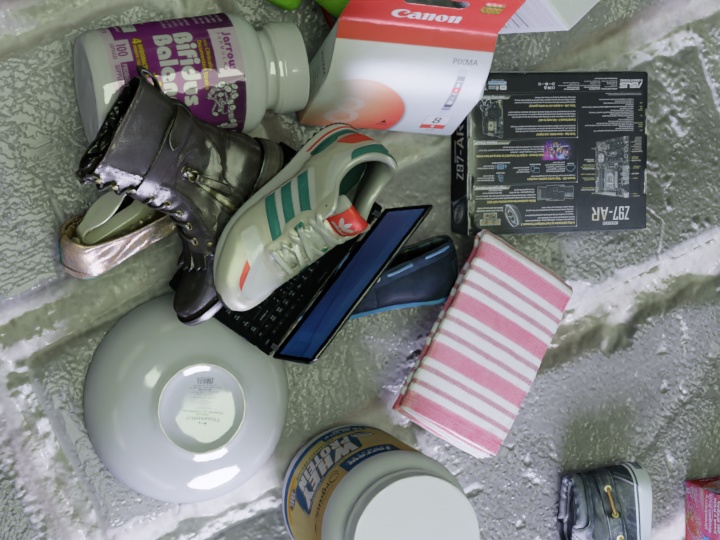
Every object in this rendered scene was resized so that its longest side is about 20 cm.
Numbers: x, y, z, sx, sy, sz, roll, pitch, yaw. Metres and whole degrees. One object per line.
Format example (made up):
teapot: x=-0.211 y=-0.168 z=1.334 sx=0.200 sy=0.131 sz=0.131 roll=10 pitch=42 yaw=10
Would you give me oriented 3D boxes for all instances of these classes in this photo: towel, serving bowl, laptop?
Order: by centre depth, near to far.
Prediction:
laptop: x=-0.058 y=-0.021 z=1.561 sx=0.199 sy=0.103 sz=0.178 roll=33 pitch=77 yaw=20
serving bowl: x=-0.155 y=0.124 z=1.621 sx=0.198 sy=0.066 sz=0.202 roll=-2 pitch=95 yaw=-19
towel: x=0.121 y=0.074 z=1.711 sx=0.146 sy=0.030 sz=0.201 roll=32 pitch=82 yaw=-40

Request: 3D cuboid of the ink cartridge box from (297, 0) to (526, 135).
ink cartridge box: x=0.046 y=-0.189 z=1.590 sx=0.161 sy=0.200 sz=0.051 roll=3 pitch=70 yaw=-19

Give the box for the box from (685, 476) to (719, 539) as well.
box: x=0.405 y=0.320 z=1.821 sx=0.099 sy=0.095 sz=0.202 roll=-4 pitch=97 yaw=-19

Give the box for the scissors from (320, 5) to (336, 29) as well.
scissors: x=-0.031 y=-0.312 z=1.644 sx=0.073 sy=0.014 sz=0.201 roll=-31 pitch=106 yaw=-12

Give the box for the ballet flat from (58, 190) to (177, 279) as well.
ballet flat: x=-0.188 y=-0.062 z=1.581 sx=0.199 sy=0.068 sz=0.067 roll=-35 pitch=143 yaw=-13

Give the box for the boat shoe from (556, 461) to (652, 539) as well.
boat shoe: x=0.251 y=0.300 z=1.784 sx=0.090 sy=0.071 sz=0.202 roll=-4 pitch=90 yaw=-18

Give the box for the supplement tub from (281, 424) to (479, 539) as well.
supplement tub: x=0.018 y=0.230 z=1.621 sx=0.144 sy=0.200 sz=0.146 roll=-2 pitch=96 yaw=-19

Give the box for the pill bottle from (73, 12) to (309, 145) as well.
pill bottle: x=-0.151 y=-0.172 z=1.566 sx=0.198 sy=0.112 sz=0.113 roll=-11 pitch=99 yaw=-18

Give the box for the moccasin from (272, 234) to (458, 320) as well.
moccasin: x=0.000 y=0.000 z=1.660 sx=0.199 sy=0.080 sz=0.069 roll=-11 pitch=116 yaw=-29

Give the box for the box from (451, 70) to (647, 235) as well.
box: x=0.189 y=-0.118 z=1.726 sx=0.198 sy=0.043 sz=0.162 roll=-3 pitch=97 yaw=-19

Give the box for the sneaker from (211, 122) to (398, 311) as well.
sneaker: x=-0.046 y=-0.042 z=1.509 sx=0.200 sy=0.093 sz=0.070 roll=-49 pitch=127 yaw=-13

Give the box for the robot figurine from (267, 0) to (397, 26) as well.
robot figurine: x=-0.029 y=-0.311 z=1.580 sx=0.200 sy=0.116 sz=0.176 roll=38 pitch=103 yaw=-9

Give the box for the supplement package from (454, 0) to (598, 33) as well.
supplement package: x=0.154 y=-0.297 z=1.612 sx=0.114 sy=0.200 sz=0.110 roll=-44 pitch=108 yaw=-11

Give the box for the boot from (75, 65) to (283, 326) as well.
boot: x=-0.173 y=-0.063 z=1.517 sx=0.173 sy=0.069 sz=0.201 roll=19 pitch=96 yaw=-36
